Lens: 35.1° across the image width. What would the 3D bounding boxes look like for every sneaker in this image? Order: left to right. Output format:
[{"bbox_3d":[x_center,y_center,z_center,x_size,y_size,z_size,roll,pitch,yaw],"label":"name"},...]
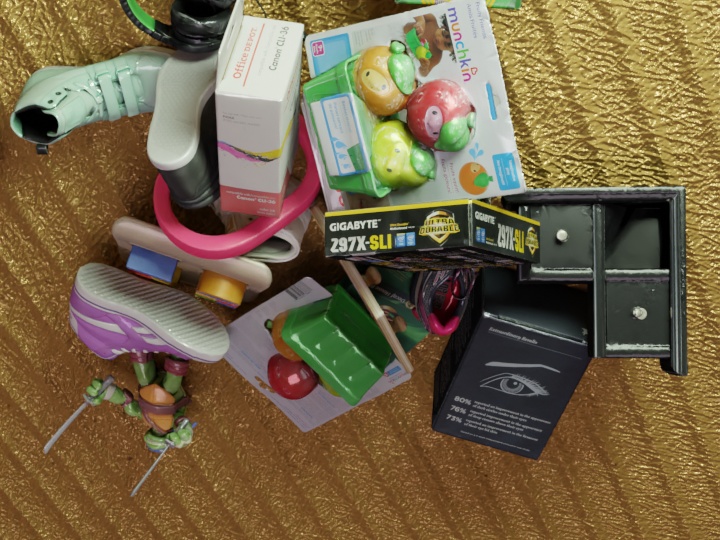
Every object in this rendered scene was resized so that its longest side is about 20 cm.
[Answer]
[{"bbox_3d":[-0.276,-0.177,1.217,0.197,0.119,0.075,-7,124,10],"label":"sneaker"},{"bbox_3d":[-0.258,0.074,1.372,0.198,0.073,0.115,27,130,-1],"label":"sneaker"},{"bbox_3d":[-0.172,-0.150,1.187,0.069,0.202,0.100,0,141,10],"label":"sneaker"},{"bbox_3d":[-0.148,-0.081,1.275,0.197,0.116,0.074,22,128,-9],"label":"sneaker"},{"bbox_3d":[0.110,-0.024,1.289,0.079,0.075,0.204,5,105,-11],"label":"sneaker"}]

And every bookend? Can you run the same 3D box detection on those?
[{"bbox_3d":[0.252,0.012,1.250,0.196,0.092,0.203,1,87,7],"label":"bookend"}]

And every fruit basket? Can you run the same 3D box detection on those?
[{"bbox_3d":[-0.063,0.102,1.378,0.185,0.094,0.199,44,135,-18],"label":"fruit basket"},{"bbox_3d":[0.046,-0.148,1.085,0.197,0.093,0.188,-3,109,36],"label":"fruit basket"}]

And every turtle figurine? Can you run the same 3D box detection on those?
[{"bbox_3d":[-0.275,0.163,1.433,0.198,0.143,0.197,-7,116,-38],"label":"turtle figurine"}]

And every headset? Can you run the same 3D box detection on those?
[{"bbox_3d":[-0.150,-0.269,1.151,0.197,0.095,0.124,17,127,-22],"label":"headset"}]

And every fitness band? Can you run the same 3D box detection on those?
[{"bbox_3d":[-0.132,-0.099,1.233,0.144,0.199,0.038,51,163,11],"label":"fitness band"}]

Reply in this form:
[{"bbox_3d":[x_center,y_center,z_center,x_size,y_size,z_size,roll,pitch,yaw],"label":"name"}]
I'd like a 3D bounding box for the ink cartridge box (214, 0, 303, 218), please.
[{"bbox_3d":[-0.098,-0.164,1.119,0.066,0.118,0.202,8,140,3],"label":"ink cartridge box"}]

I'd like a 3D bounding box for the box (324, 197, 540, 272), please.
[{"bbox_3d":[0.078,-0.032,1.153,0.157,0.199,0.050,-2,85,29],"label":"box"}]

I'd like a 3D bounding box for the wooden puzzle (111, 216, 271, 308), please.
[{"bbox_3d":[-0.201,0.002,1.319,0.182,0.047,0.200,20,168,-7],"label":"wooden puzzle"}]

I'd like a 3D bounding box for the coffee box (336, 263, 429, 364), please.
[{"bbox_3d":[0.023,0.053,1.397,0.122,0.044,0.200,36,122,-19],"label":"coffee box"}]

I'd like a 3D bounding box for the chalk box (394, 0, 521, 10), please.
[{"bbox_3d":[0.097,-0.360,1.040,0.122,0.125,0.203,3,127,3],"label":"chalk box"}]

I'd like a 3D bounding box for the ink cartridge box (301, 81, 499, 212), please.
[{"bbox_3d":[0.052,-0.146,1.206,0.196,0.084,0.148,-9,108,14],"label":"ink cartridge box"}]

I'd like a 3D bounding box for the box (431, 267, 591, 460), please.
[{"bbox_3d":[0.183,0.112,1.385,0.146,0.105,0.202,17,126,-6],"label":"box"}]

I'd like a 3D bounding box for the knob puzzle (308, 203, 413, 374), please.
[{"bbox_3d":[0.000,0.000,1.256,0.030,0.220,0.221,-31,120,-1],"label":"knob puzzle"}]
